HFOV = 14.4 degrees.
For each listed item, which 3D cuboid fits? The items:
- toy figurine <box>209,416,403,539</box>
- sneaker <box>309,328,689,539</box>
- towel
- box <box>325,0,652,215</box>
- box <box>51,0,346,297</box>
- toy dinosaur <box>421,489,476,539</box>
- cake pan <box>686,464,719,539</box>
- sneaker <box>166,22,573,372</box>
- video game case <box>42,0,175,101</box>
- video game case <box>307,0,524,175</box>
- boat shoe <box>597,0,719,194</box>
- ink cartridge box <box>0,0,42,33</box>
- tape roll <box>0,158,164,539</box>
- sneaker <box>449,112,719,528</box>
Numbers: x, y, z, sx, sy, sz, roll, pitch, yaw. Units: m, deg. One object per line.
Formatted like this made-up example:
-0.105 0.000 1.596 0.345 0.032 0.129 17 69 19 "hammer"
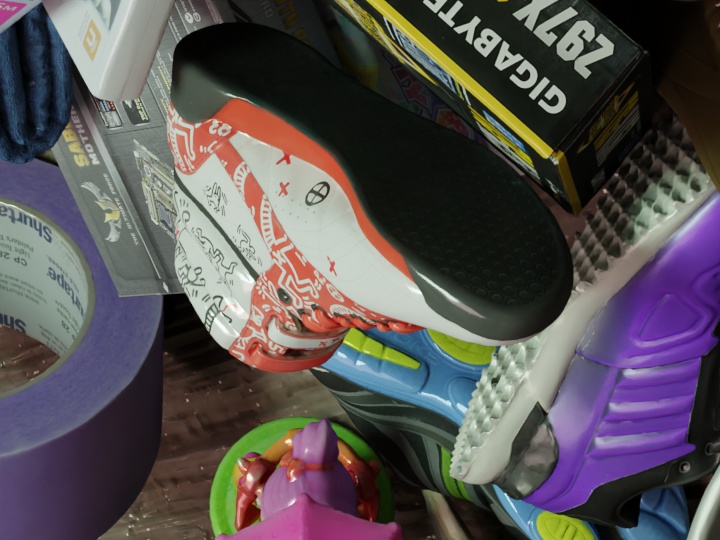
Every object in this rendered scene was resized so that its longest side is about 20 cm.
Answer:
-0.017 0.126 1.158 0.149 0.201 0.184 3 158 -4 "toy figurine"
0.054 0.063 1.157 0.199 0.071 0.083 35 165 20 "sneaker"
-0.190 -0.136 1.159 0.200 0.048 0.112 47 154 28 "towel"
0.023 -0.093 0.940 0.159 0.049 0.200 40 -179 6 "box"
-0.079 -0.089 1.149 0.158 0.048 0.201 -5 114 53 "box"
0.072 0.151 1.221 0.088 0.047 0.201 4 120 56 "toy dinosaur"
0.202 0.125 0.967 0.199 0.037 0.202 -2 87 34 "cake pan"
0.000 -0.001 1.022 0.201 0.067 0.109 37 136 38 "sneaker"
-0.091 -0.195 1.020 0.182 0.023 0.201 58 136 39 "video game case"
-0.015 -0.092 1.131 0.199 0.018 0.144 -10 111 52 "video game case"
0.129 -0.084 0.929 0.201 0.064 0.073 66 152 15 "boat shoe"
-0.102 -0.166 0.971 0.200 0.042 0.120 -27 61 58 "ink cartridge box"
-0.188 0.041 1.290 0.199 0.200 0.085 34 142 25 "tape roll"
0.118 0.024 1.040 0.099 0.070 0.200 28 131 -7 "sneaker"
